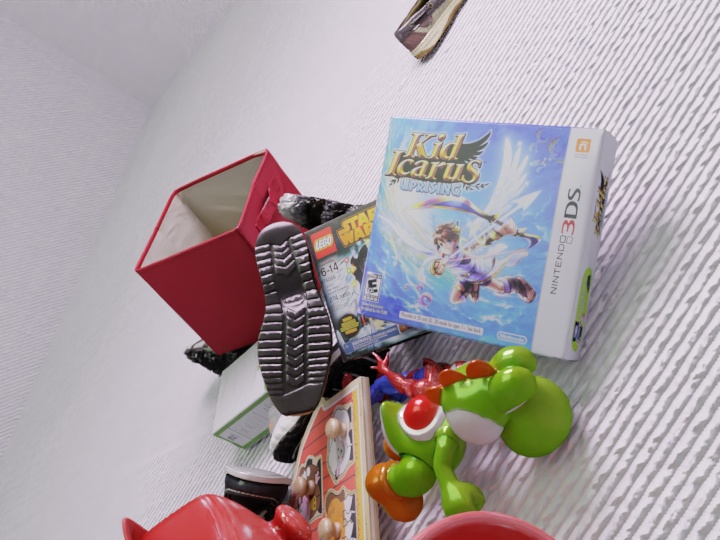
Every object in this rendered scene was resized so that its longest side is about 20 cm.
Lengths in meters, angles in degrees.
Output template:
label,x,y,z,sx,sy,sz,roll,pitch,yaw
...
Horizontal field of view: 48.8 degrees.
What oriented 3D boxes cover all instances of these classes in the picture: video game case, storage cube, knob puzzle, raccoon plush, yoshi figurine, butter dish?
label,x,y,z,sx,sy,sz,roll,pitch,yaw
video game case,0.101,-0.033,0.677,0.198,0.045,0.184,10,88,32
storage cube,-0.163,-0.022,1.081,0.198,0.180,0.172,-20,37,26
knob puzzle,-0.042,0.222,0.788,0.219,0.030,0.222,142,133,-57
raccoon plush,0.000,0.000,0.859,0.198,0.096,0.136,11,90,27
yoshi figurine,0.094,0.136,0.641,0.200,0.111,0.113,-50,55,44
butter dish,-0.106,0.285,0.741,0.148,0.200,0.199,-46,25,-9

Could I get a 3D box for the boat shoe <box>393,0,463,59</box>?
label,x,y,z,sx,sy,sz,roll,pitch,yaw
boat shoe,0.118,-0.415,1.182,0.202,0.064,0.073,-63,24,-8

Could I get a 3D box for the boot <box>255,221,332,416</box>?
label,x,y,z,sx,sy,sz,roll,pitch,yaw
boot,-0.060,0.067,0.855,0.139,0.076,0.202,73,-167,-66

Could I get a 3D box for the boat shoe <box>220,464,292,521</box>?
label,x,y,z,sx,sy,sz,roll,pitch,yaw
boat shoe,-0.114,0.247,0.858,0.200,0.075,0.061,93,-170,-73

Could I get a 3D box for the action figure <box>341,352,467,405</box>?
label,x,y,z,sx,sy,sz,roll,pitch,yaw
action figure,0.047,0.104,0.752,0.199,0.065,0.052,-16,72,62

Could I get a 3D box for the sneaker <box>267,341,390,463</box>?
label,x,y,z,sx,sy,sz,roll,pitch,yaw
sneaker,-0.045,0.125,0.888,0.201,0.073,0.080,-50,41,21

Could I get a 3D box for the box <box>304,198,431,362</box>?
label,x,y,z,sx,sy,sz,roll,pitch,yaw
box,0.051,-0.008,0.762,0.198,0.040,0.139,-23,79,27

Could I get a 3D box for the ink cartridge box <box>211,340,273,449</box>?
label,x,y,z,sx,sy,sz,roll,pitch,yaw
ink cartridge box,-0.110,0.138,1.025,0.200,0.059,0.105,-41,32,34

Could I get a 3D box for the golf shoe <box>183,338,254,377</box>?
label,x,y,z,sx,sy,sz,roll,pitch,yaw
golf shoe,-0.188,0.103,1.197,0.199,0.078,0.095,-14,47,43

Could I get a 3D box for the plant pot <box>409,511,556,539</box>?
label,x,y,z,sx,sy,sz,roll,pitch,yaw
plant pot,0.043,0.271,0.478,0.177,0.199,0.202,-47,27,44
